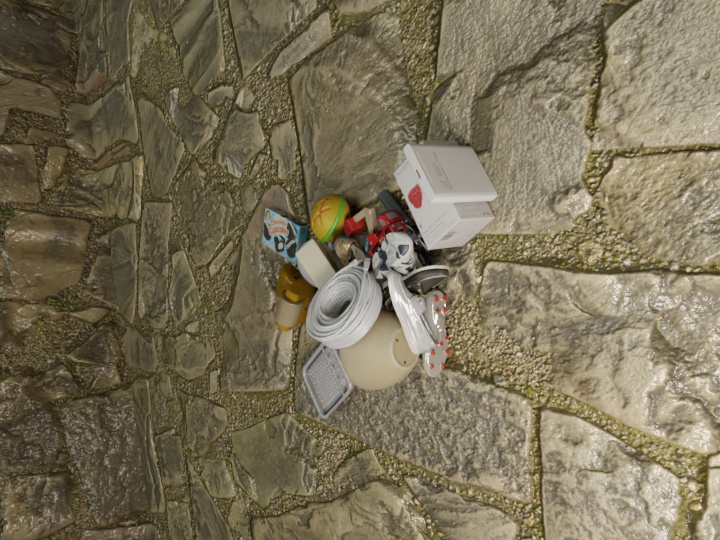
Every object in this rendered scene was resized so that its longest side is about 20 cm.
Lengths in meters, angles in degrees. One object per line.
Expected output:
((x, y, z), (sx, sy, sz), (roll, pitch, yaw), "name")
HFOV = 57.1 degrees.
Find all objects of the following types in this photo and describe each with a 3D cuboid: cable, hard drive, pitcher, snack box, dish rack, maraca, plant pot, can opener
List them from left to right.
((-0.233, -0.109, 2.030), (0.198, 0.036, 0.119), (29, 116, 45), "snack box")
((-0.084, -0.144, 1.783), (0.139, 0.105, 0.200), (-60, 18, 4), "maraca")
((-0.088, 0.309, 1.903), (0.201, 0.043, 0.174), (-51, 57, 41), "dish rack")
((-0.074, -0.018, 1.792), (0.199, 0.120, 0.175), (39, 118, 29), "pitcher")
((-0.039, 0.086, 1.560), (0.197, 0.069, 0.203), (-27, 41, 26), "cable")
((0.065, 0.184, 1.574), (0.133, 0.197, 0.206), (-7, 90, 51), "plant pot")
((0.120, -0.128, 1.599), (0.067, 0.053, 0.202), (-39, 59, 10), "can opener")
((0.189, -0.202, 1.374), (0.027, 0.196, 0.134), (-44, 63, 44), "hard drive")

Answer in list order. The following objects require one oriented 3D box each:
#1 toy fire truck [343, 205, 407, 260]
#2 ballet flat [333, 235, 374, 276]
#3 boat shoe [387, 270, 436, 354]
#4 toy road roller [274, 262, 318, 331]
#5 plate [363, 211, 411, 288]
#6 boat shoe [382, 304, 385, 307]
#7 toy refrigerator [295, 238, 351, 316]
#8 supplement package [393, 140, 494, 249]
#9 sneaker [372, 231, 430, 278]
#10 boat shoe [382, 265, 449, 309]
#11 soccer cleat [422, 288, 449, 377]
((0.034, -0.106, 1.629), (0.143, 0.048, 0.201), (60, 150, 16), "toy fire truck")
((0.000, 0.000, 1.676), (0.064, 0.071, 0.202), (0, 131, 47), "ballet flat")
((0.117, 0.089, 1.480), (0.067, 0.072, 0.205), (-18, 97, 13), "boat shoe")
((-0.194, 0.064, 1.884), (0.144, 0.199, 0.125), (32, 121, 18), "toy road roller")
((0.062, -0.048, 1.686), (0.198, 0.025, 0.206), (8, 101, 50), "plate")
((0.012, 0.126, 1.748), (0.198, 0.073, 0.068), (-9, 55, 58), "boat shoe")
((-0.083, 0.024, 1.698), (0.069, 0.076, 0.202), (-37, 77, 8), "toy refrigerator")
((0.180, -0.166, 1.452), (0.121, 0.118, 0.204), (-44, 62, 45), "supplement package")
((0.114, -0.034, 1.534), (0.200, 0.126, 0.081), (123, 140, -60), "sneaker")
((0.129, 0.040, 1.527), (0.199, 0.071, 0.062), (-24, 60, 45), "boat shoe")
((0.167, 0.145, 1.558), (0.077, 0.068, 0.206), (1, 89, 55), "soccer cleat")
